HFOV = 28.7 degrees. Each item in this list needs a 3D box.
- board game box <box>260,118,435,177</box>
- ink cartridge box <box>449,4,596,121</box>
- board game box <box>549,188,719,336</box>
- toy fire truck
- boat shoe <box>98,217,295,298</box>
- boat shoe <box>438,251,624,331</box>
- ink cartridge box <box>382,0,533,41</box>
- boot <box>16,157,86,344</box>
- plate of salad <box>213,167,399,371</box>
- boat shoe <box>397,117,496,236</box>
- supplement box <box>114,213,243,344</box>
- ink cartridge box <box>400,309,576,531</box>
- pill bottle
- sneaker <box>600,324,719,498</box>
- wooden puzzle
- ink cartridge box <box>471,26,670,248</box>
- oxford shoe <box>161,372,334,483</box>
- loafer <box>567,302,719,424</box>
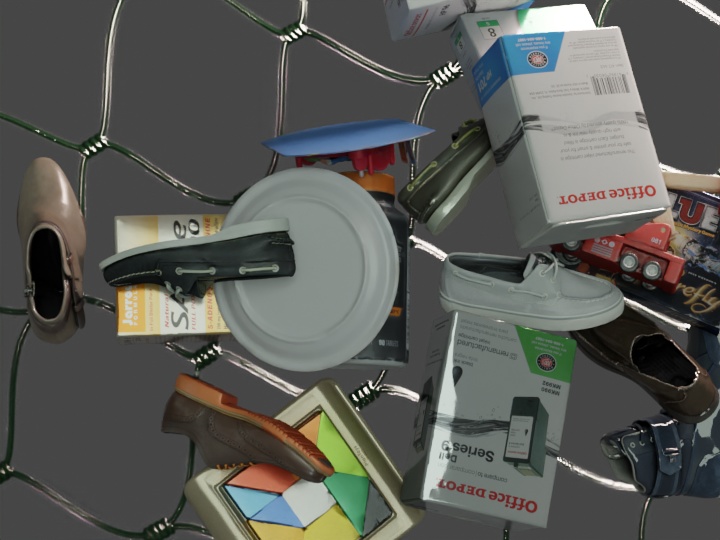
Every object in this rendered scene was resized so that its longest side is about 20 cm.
[{"bbox_3d":[-0.014,-0.120,1.449,0.156,0.200,0.040,-11,104,-14],"label":"board game box"},{"bbox_3d":[0.202,-0.193,1.506,0.159,0.050,0.202,-8,58,-23],"label":"ink cartridge box"},{"bbox_3d":[0.320,-0.031,1.529,0.198,0.035,0.137,22,79,14],"label":"board game box"},{"bbox_3d":[0.312,-0.055,1.493,0.198,0.049,0.143,21,79,15],"label":"toy fire truck"},{"bbox_3d":[-0.160,-0.003,1.375,0.197,0.076,0.061,-13,86,15],"label":"boat shoe"},{"bbox_3d":[0.182,0.013,1.495,0.197,0.072,0.069,7,125,12],"label":"boat shoe"},{"bbox_3d":[0.090,-0.305,1.520,0.197,0.116,0.069,-13,83,-9],"label":"ink cartridge box"},{"bbox_3d":[-0.311,-0.027,1.410,0.069,0.146,0.203,-11,84,-8],"label":"boot"},{"bbox_3d":[-0.054,-0.001,1.407,0.197,0.048,0.203,-1,88,18],"label":"plate of salad"},{"bbox_3d":[0.120,-0.129,1.524,0.060,0.072,0.202,37,71,11],"label":"boat shoe"},{"bbox_3d":[-0.156,0.008,1.466,0.197,0.074,0.128,-2,83,-8],"label":"supplement box"},{"bbox_3d":[0.135,0.160,1.475,0.144,0.084,0.203,14,77,-11],"label":"ink cartridge box"},{"bbox_3d":[0.000,0.000,1.474,0.104,0.106,0.203,2,82,-8],"label":"pill bottle"},{"bbox_3d":[0.332,0.145,1.520,0.144,0.077,0.206,0,83,-10],"label":"sneaker"},{"bbox_3d":[-0.056,0.242,1.470,0.199,0.037,0.186,-36,89,-11],"label":"wooden puzzle"},{"bbox_3d":[0.212,-0.136,1.429,0.144,0.086,0.203,-7,77,-22],"label":"ink cartridge box"},{"bbox_3d":[-0.116,0.177,1.434,0.198,0.071,0.074,25,86,26],"label":"oxford shoe"},{"bbox_3d":[0.296,0.077,1.489,0.073,0.071,0.199,-45,56,-13],"label":"loafer"}]
